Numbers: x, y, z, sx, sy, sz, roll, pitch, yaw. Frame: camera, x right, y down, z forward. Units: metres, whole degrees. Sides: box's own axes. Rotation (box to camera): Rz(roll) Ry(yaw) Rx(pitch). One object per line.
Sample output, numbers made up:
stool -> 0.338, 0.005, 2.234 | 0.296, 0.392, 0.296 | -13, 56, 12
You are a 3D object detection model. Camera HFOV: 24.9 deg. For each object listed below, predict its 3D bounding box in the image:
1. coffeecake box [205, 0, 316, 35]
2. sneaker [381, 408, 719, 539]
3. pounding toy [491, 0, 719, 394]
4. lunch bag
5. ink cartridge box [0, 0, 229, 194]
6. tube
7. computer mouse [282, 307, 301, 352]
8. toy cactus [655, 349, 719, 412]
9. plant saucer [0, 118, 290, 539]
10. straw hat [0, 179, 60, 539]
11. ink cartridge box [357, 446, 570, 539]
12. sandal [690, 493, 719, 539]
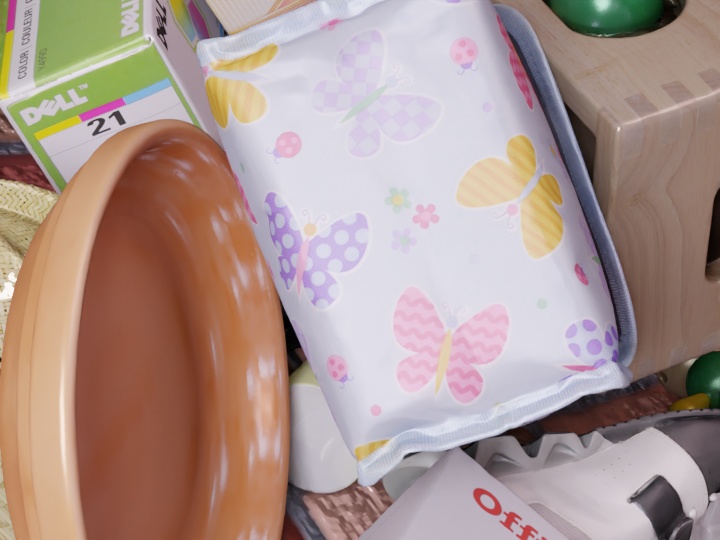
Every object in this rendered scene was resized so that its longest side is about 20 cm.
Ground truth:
coffeecake box -> 0.015, -0.141, 0.801 | 0.073, 0.153, 0.200 | 66, 7, 30
sneaker -> 0.111, 0.116, 0.727 | 0.200, 0.074, 0.089 | -7, 65, -23
pounding toy -> 0.137, -0.075, 0.714 | 0.142, 0.200, 0.184 | -20, 47, -15
lunch bag -> 0.030, -0.020, 0.639 | 0.200, 0.127, 0.170 | 33, 36, -83
ink cartridge box -> -0.123, -0.127, 0.708 | 0.148, 0.076, 0.200 | -99, 166, -49
tube -> 0.017, 0.039, 0.762 | 0.052, 0.058, 0.200 | 26, 29, 13
computer mouse -> 0.000, 0.000, 0.817 | 0.200, 0.034, 0.059 | -24, 95, -51
toy cactus -> 0.163, 0.028, 0.872 | 0.200, 0.102, 0.165 | 27, -1, 45
plant saucer -> -0.072, 0.049, 0.565 | 0.037, 0.201, 0.200 | -2, 27, 16
straw hat -> -0.134, 0.013, 0.598 | 0.201, 0.085, 0.201 | 27, 33, -19
ink cartridge box -> 0.037, 0.176, 0.567 | 0.146, 0.086, 0.200 | 39, 32, 0
sandal -> 0.214, 0.117, 0.860 | 0.202, 0.083, 0.050 | 14, -4, -33
